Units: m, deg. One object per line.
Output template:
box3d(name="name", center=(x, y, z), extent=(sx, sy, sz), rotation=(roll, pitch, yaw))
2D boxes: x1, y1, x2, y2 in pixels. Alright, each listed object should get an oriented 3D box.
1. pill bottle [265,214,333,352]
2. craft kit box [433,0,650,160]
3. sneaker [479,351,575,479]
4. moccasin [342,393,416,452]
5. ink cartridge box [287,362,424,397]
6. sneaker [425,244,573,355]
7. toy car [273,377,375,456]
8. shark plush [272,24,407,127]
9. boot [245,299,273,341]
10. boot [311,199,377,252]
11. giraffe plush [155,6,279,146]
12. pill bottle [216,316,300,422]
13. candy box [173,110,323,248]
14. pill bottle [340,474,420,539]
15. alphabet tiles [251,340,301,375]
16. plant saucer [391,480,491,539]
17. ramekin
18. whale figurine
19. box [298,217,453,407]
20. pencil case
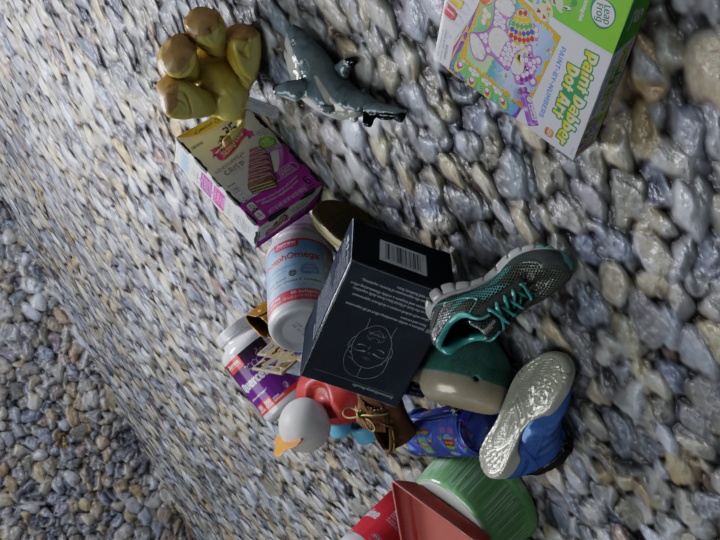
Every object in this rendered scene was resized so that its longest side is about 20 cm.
box3d(name="pill bottle", center=(-0.091, 0.014, 1.368), extent=(0.110, 0.106, 0.202), rotation=(90, 174, -48))
box3d(name="craft kit box", center=(0.167, -0.239, 0.869), extent=(0.197, 0.048, 0.202), rotation=(38, 148, 22))
box3d(name="sneaker", center=(0.246, 0.193, 1.191), extent=(0.077, 0.110, 0.203), rotation=(49, 122, 46))
box3d(name="moccasin", center=(0.022, 0.211, 1.339), extent=(0.073, 0.078, 0.202), rotation=(37, 164, 32))
box3d(name="ink cartridge box", center=(0.004, 0.163, 1.413), extent=(0.197, 0.041, 0.199), rotation=(16, 169, -30))
box3d(name="sneaker", center=(0.163, 0.043, 1.061), extent=(0.198, 0.092, 0.078), rotation=(-30, 118, 29))
box3d(name="toy car", center=(-0.092, 0.261, 1.623), extent=(0.176, 0.199, 0.187), rotation=(-3, 119, 57))
box3d(name="shark plush", center=(-0.031, -0.238, 1.147), extent=(0.199, 0.090, 0.085), rotation=(38, 118, 35))
box3d(name="boot", center=(-0.129, 0.044, 1.482), extent=(0.201, 0.142, 0.072), rotation=(33, 143, 54))
box3d(name="boot", center=(0.000, 0.000, 1.336), extent=(0.199, 0.072, 0.156), rotation=(36, 143, 22))
box3d(name="giraffe plush", center=(-0.230, -0.298, 1.318), extent=(0.162, 0.174, 0.199), rotation=(39, -178, 43))
box3d(name="pill bottle", center=(-0.200, 0.195, 1.805), extent=(0.201, 0.112, 0.113), rotation=(51, 151, 5))
box3d(name="candy box", center=(-0.172, -0.150, 1.371), extent=(0.200, 0.136, 0.061), rotation=(44, 149, 15))
box3d(name="pill bottle", center=(0.064, 0.461, 1.603), extent=(0.112, 0.199, 0.113), rotation=(35, 146, 29))
box3d(name="alphabet tiles", center=(-0.079, 0.099, 1.430), extent=(0.165, 0.199, 0.006), rotation=(-3, 123, 56))
box3d(name="plant saucer", center=(0.139, 0.436, 1.429), extent=(0.198, 0.036, 0.203), rotation=(29, 141, 38))
box3d(name="ramekin", center=(0.178, 0.379, 1.449), extent=(0.199, 0.097, 0.202), rotation=(36, 146, 29))
box3d(name="whale figurine", center=(0.142, 0.140, 1.267), extent=(0.156, 0.106, 0.200), rotation=(14, 171, -4))
box3d(name="box", center=(0.020, 0.059, 1.206), extent=(0.146, 0.108, 0.202), rotation=(19, 121, -11))
box3d(name="pencil case", center=(0.134, 0.246, 1.396), extent=(0.087, 0.078, 0.199), rotation=(45, 153, -12))
